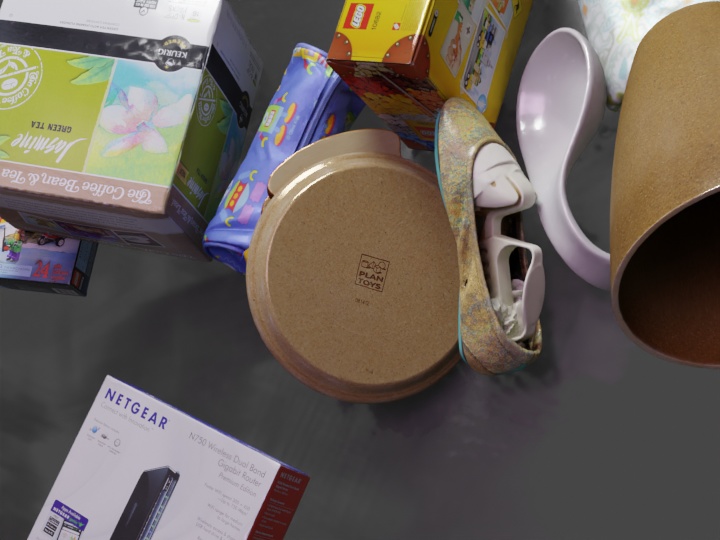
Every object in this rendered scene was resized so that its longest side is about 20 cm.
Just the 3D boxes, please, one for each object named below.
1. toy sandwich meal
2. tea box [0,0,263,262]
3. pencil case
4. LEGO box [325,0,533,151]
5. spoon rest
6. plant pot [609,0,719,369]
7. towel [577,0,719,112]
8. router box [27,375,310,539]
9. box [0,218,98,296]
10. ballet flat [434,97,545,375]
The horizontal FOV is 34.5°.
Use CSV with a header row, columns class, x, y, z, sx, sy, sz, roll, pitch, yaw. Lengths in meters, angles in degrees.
class,x,y,z,sx,sy,sz,roll,pitch,yaw
toy sandwich meal,0.000,0.000,0.875,0.203,0.070,0.208,1,84,-9
tea box,-0.213,-0.131,0.999,0.198,0.134,0.199,9,75,13
pencil case,-0.058,-0.086,0.952,0.202,0.078,0.087,-66,21,-8
LEGO box,0.067,-0.213,0.894,0.076,0.149,0.202,10,75,32
spoon rest,0.152,-0.084,0.839,0.099,0.060,0.202,-48,47,52
plant pot,0.238,-0.073,0.740,0.185,0.187,0.202,-19,49,21
towel,0.257,-0.226,0.855,0.198,0.048,0.173,-19,62,22
router box,-0.161,0.203,0.913,0.199,0.049,0.181,19,81,34
box,-0.339,-0.054,1.093,0.198,0.038,0.138,5,73,15
ballet flat,0.098,-0.027,0.824,0.070,0.071,0.203,-6,88,27
